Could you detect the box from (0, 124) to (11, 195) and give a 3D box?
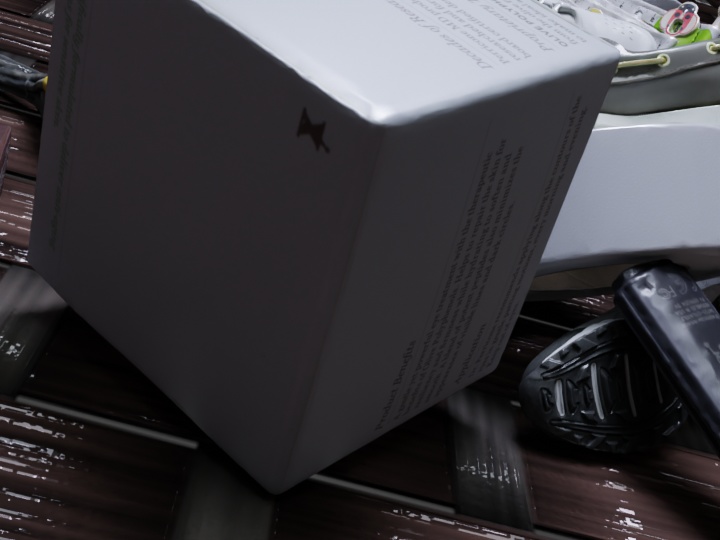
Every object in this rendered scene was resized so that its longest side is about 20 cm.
[{"bbox_3d":[-0.285,-0.047,0.634,0.199,0.075,0.100,12,22,-15],"label":"box"}]

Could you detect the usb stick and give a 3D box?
[{"bbox_3d":[0.195,0.079,0.634,0.055,0.033,0.200,-10,59,-37],"label":"usb stick"}]

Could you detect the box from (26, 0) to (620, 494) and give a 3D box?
[{"bbox_3d":[-0.027,-0.050,0.597,0.200,0.199,0.171,37,39,27],"label":"box"}]

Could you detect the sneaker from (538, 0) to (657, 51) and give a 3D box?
[{"bbox_3d":[0.085,-0.135,0.747,0.199,0.075,0.087,2,-20,-10],"label":"sneaker"}]

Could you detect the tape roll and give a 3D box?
[{"bbox_3d":[0.142,-0.029,0.756,0.202,0.071,0.202,-5,-9,-1],"label":"tape roll"}]

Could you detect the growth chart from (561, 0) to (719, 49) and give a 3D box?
[{"bbox_3d":[0.129,-0.139,0.830,0.200,0.145,0.018,29,-8,39],"label":"growth chart"}]

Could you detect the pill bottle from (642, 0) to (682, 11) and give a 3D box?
[{"bbox_3d":[0.147,-0.118,0.911,0.114,0.201,0.114,24,14,-6],"label":"pill bottle"}]

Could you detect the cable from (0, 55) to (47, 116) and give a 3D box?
[{"bbox_3d":[-0.215,-0.136,0.896,0.200,0.050,0.097,32,22,32],"label":"cable"}]

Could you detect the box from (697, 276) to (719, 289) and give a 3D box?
[{"bbox_3d":[0.307,-0.035,0.853,0.152,0.201,0.106,12,23,-13],"label":"box"}]

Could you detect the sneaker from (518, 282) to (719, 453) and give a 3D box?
[{"bbox_3d":[0.156,0.055,0.729,0.200,0.074,0.079,-14,8,-43],"label":"sneaker"}]

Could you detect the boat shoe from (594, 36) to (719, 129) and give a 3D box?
[{"bbox_3d":[0.141,-0.101,0.717,0.201,0.061,0.072,-4,-9,-7],"label":"boat shoe"}]
